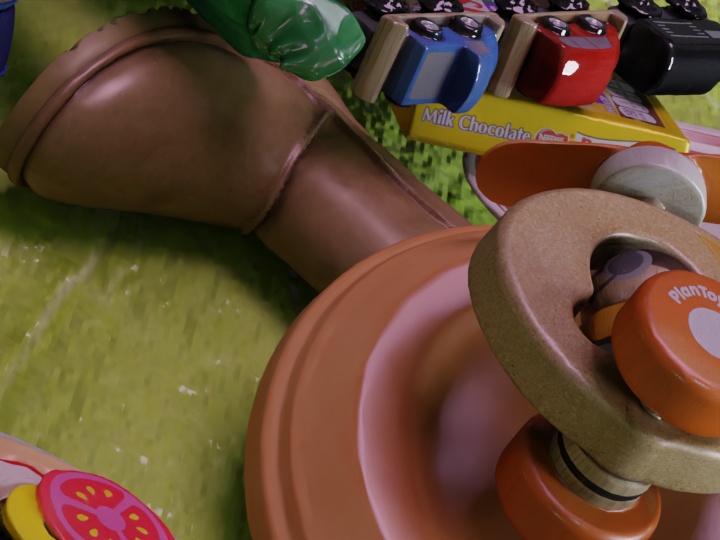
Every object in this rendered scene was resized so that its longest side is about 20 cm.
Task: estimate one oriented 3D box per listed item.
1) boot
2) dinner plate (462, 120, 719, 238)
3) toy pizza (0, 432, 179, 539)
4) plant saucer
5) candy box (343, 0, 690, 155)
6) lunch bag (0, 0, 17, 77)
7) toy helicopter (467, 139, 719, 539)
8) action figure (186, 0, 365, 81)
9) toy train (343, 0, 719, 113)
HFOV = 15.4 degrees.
[{"bbox_3d":[0.000,0.000,0.855,0.200,0.066,0.175,44,29,18],"label":"boot"},{"bbox_3d":[0.131,-0.010,0.946,0.199,0.024,0.200,10,22,-4],"label":"dinner plate"},{"bbox_3d":[-0.092,0.096,0.652,0.200,0.032,0.200,25,30,-15],"label":"toy pizza"},{"bbox_3d":[0.065,0.067,0.775,0.199,0.037,0.201,12,53,-17],"label":"plant saucer"},{"bbox_3d":[0.053,-0.081,1.008,0.102,0.026,0.200,9,20,-12],"label":"candy box"},{"bbox_3d":[-0.184,-0.124,0.797,0.200,0.133,0.136,2,24,-43],"label":"lunch bag"},{"bbox_3d":[0.115,0.013,0.780,0.199,0.079,0.133,4,47,-34],"label":"toy helicopter"},{"bbox_3d":[-0.063,-0.131,0.858,0.200,0.055,0.118,52,-7,25],"label":"action figure"},{"bbox_3d":[0.065,-0.074,0.915,0.200,0.034,0.046,-6,40,-46],"label":"toy train"}]
